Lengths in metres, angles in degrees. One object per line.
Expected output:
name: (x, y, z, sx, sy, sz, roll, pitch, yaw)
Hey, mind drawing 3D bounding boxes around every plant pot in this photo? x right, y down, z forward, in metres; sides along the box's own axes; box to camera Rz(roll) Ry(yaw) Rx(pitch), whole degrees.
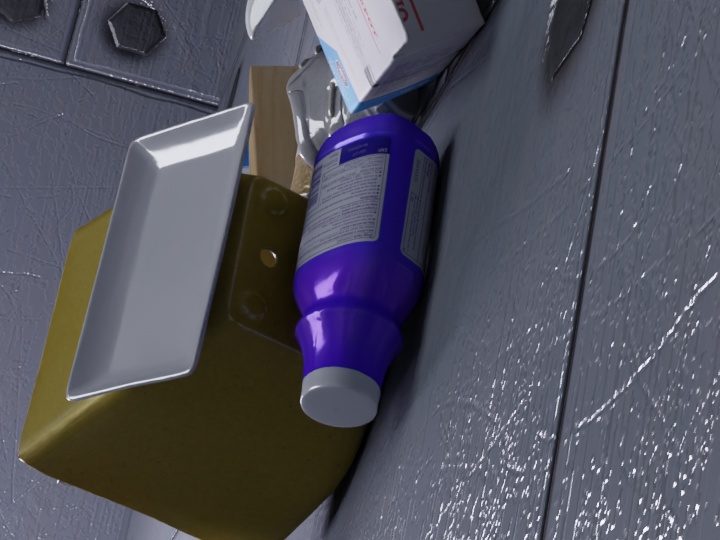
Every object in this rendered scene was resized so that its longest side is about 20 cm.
plant pot: (-0.081, 0.045, 1.521, 0.200, 0.195, 0.195, -38, 34, 47)

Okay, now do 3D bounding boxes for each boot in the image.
boot: (-0.014, -0.164, 1.659, 0.095, 0.074, 0.201, -29, 41, 27)

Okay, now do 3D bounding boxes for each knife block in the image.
knife block: (-0.050, -0.058, 1.775, 0.176, 0.064, 0.201, -143, 53, -82)

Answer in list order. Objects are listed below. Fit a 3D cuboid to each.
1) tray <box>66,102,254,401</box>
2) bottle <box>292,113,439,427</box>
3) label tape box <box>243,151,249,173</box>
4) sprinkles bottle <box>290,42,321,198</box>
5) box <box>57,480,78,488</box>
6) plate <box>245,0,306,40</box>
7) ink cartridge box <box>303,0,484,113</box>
tray: (-0.120, -0.009, 1.440, 0.107, 0.022, 0.201, -13, 51, 34)
bottle: (0.000, 0.000, 1.412, 0.083, 0.065, 0.201, -23, 44, 37)
label tape box: (-0.160, -0.093, 2.741, 0.143, 0.066, 0.201, -106, 30, -75)
sprinkles bottle: (-0.013, -0.098, 1.707, 0.068, 0.068, 0.201, 119, 164, -60)
box: (-0.142, 0.106, 1.844, 0.200, 0.175, 0.097, -95, 21, -69)
plate: (-0.016, -0.269, 1.681, 0.200, 0.032, 0.200, -56, -2, 17)
ink cartridge box: (0.018, -0.184, 1.477, 0.200, 0.068, 0.116, 141, 107, -77)
